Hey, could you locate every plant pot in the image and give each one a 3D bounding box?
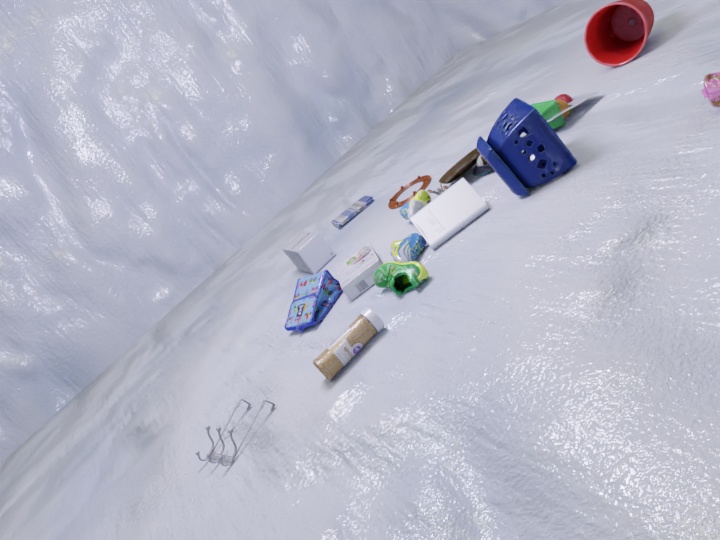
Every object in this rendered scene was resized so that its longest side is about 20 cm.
[{"bbox_3d":[0.441,-0.330,1.620,0.180,0.200,0.200,-40,18,16],"label":"plant pot"},{"bbox_3d":[0.349,-0.352,1.980,0.200,0.028,0.200,-38,-5,-4],"label":"plant pot"},{"bbox_3d":[0.861,-0.794,1.927,0.200,0.201,0.177,-13,21,50],"label":"plant pot"}]

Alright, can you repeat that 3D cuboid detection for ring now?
[{"bbox_3d":[0.186,-0.309,2.280,0.200,0.019,0.201,-34,19,14],"label":"ring"}]

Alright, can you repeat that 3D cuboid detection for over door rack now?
[{"bbox_3d":[-0.336,0.410,1.541,0.147,0.067,0.200,-13,32,50],"label":"over door rack"}]

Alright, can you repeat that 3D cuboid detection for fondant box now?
[{"bbox_3d":[0.000,0.000,1.866,0.144,0.058,0.200,-37,20,5],"label":"fondant box"}]

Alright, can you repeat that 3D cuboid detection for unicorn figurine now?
[{"bbox_3d":[0.274,-0.235,1.861,0.137,0.074,0.199,1,16,-42],"label":"unicorn figurine"}]

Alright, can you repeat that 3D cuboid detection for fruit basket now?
[{"bbox_3d":[0.625,-0.505,1.869,0.199,0.094,0.185,-27,17,-15],"label":"fruit basket"}]

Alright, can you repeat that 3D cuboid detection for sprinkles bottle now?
[{"bbox_3d":[-0.029,0.184,1.492,0.200,0.068,0.068,-44,20,-13],"label":"sprinkles bottle"}]

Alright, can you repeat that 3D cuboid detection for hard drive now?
[{"bbox_3d":[0.257,-0.167,1.724,0.199,0.026,0.132,-37,55,5],"label":"hard drive"}]

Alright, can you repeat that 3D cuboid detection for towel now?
[{"bbox_3d":[-0.036,-0.255,2.552,0.200,0.024,0.147,-39,17,-6],"label":"towel"}]

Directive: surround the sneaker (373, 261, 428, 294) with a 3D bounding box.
[{"bbox_3d":[0.096,0.021,1.621,0.199,0.074,0.084,-11,29,52],"label":"sneaker"}]

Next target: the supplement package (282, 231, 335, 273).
[{"bbox_3d":[-0.204,-0.073,2.301,0.117,0.118,0.200,-43,20,-16],"label":"supplement package"}]

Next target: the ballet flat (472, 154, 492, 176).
[{"bbox_3d":[0.421,-0.354,1.885,0.073,0.073,0.200,-46,20,-22],"label":"ballet flat"}]

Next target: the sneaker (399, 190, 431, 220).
[{"bbox_3d":[0.175,-0.190,1.955,0.105,0.076,0.200,-39,9,32],"label":"sneaker"}]

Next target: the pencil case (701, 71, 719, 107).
[{"bbox_3d":[0.841,-0.413,1.250,0.199,0.086,0.083,-11,64,54],"label":"pencil case"}]

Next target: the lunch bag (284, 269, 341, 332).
[{"bbox_3d":[-0.160,0.115,1.886,0.150,0.094,0.201,-17,41,44],"label":"lunch bag"}]

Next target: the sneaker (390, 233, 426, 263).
[{"bbox_3d":[0.143,-0.065,1.727,0.105,0.076,0.200,-35,19,8],"label":"sneaker"}]
